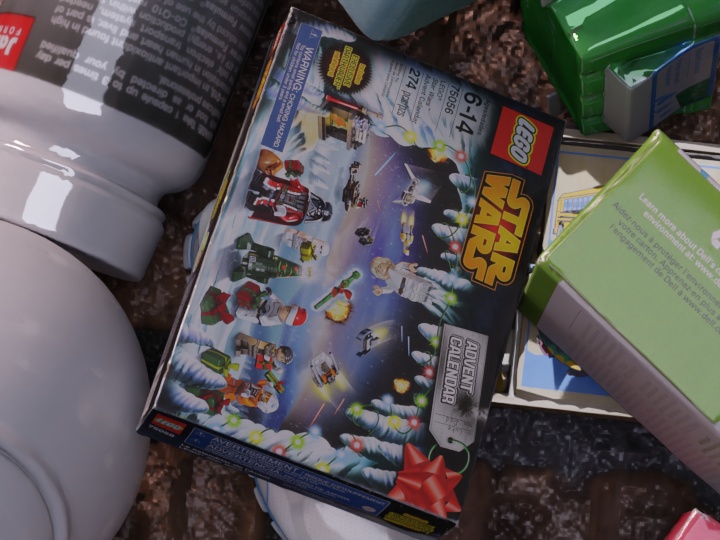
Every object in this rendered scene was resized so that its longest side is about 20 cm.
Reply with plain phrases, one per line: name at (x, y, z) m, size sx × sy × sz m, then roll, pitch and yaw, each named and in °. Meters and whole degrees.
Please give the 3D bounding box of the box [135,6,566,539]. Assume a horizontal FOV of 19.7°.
box at (0.000, 0.000, 0.893) m, size 0.137 × 0.040 × 0.201 m, roll 21°, pitch 65°, yaw -10°

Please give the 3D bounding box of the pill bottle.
pill bottle at (-0.109, -0.105, 0.945) m, size 0.114 × 0.114 × 0.201 m, roll 21°, pitch 83°, yaw 5°

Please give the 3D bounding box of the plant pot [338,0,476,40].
plant pot at (0.061, -0.253, 0.876) m, size 0.196 × 0.200 × 0.197 m, roll -28°, pitch 80°, yaw -37°

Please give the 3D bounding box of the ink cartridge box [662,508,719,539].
ink cartridge box at (0.143, 0.227, 0.903) m, size 0.145 × 0.083 × 0.200 m, roll 37°, pitch 85°, yaw 6°

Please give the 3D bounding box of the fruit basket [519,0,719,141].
fruit basket at (0.169, -0.137, 0.901) m, size 0.199 × 0.185 × 0.094 m, roll -22°, pitch 74°, yaw 0°

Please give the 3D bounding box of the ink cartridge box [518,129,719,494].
ink cartridge box at (0.165, 0.048, 0.869) m, size 0.200 × 0.148 × 0.076 m, roll 43°, pitch 85°, yaw 6°

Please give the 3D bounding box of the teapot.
teapot at (-0.181, 0.079, 0.870) m, size 0.200 × 0.146 × 0.198 m, roll 28°, pitch 117°, yaw -19°

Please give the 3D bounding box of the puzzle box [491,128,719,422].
puzzle box at (0.129, 0.003, 0.964) m, size 0.199 × 0.025 × 0.134 m, roll 6°, pitch 82°, yaw 4°

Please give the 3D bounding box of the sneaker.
sneaker at (-0.031, 0.055, 0.935) m, size 0.075 × 0.087 × 0.200 m, roll -27°, pitch 83°, yaw -3°
